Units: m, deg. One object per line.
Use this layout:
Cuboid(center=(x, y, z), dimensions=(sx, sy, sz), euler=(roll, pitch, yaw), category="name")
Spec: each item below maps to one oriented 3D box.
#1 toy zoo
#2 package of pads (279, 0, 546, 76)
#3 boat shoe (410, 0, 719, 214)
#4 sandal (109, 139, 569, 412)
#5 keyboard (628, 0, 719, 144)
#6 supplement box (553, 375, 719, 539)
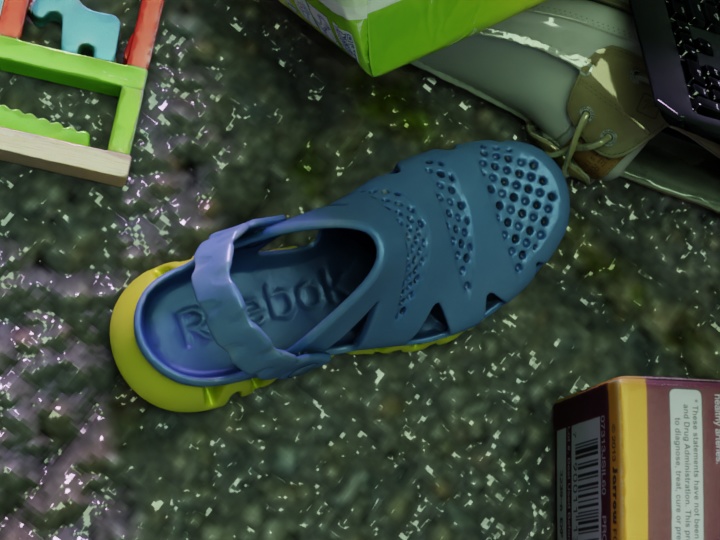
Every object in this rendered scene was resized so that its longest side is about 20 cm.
Cuboid(center=(-0.141, -0.145, 0.776), dimensions=(0.131, 0.020, 0.200), euler=(13, 78, -10), category="toy zoo")
Cuboid(center=(0.049, -0.164, 0.756), dimensions=(0.200, 0.155, 0.068), euler=(-25, 124, -16), category="package of pads")
Cuboid(center=(0.107, -0.073, 0.790), dimensions=(0.200, 0.075, 0.068), euler=(13, 72, -11), category="boat shoe")
Cuboid(center=(0.000, 0.000, 0.749), dimensions=(0.200, 0.087, 0.080), euler=(-25, 84, -17), category="sandal")
Cuboid(center=(0.159, -0.119, 0.773), dimensions=(0.104, 0.040, 0.200), euler=(18, 41, -19), category="keyboard")
Cuboid(center=(0.186, 0.106, 0.770), dimensions=(0.200, 0.086, 0.110), euler=(4, 79, -12), category="supplement box")
